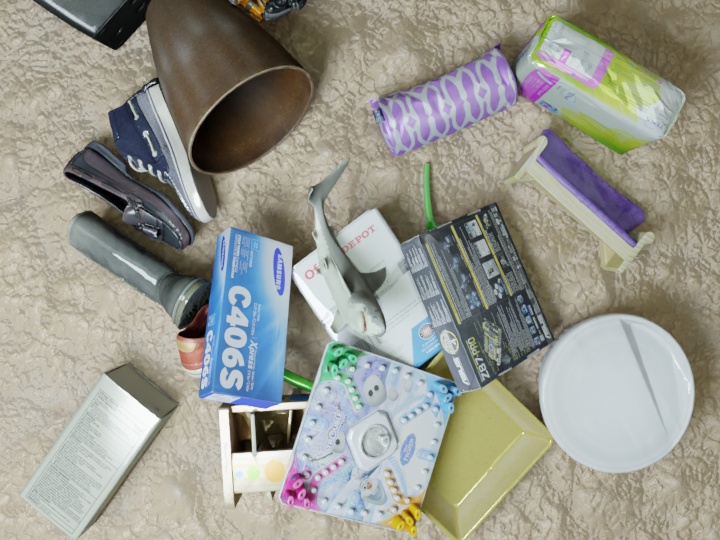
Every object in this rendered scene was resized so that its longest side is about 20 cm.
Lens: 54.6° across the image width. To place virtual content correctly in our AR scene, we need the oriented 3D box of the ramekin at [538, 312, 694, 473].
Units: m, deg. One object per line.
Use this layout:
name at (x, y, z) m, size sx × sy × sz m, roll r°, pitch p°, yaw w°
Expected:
ramekin at (0.329, 0.155, 0.931) m, size 0.195 × 0.094 × 0.210 m, roll 0°, pitch 92°, yaw 2°

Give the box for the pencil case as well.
pencil case at (0.111, -0.225, 0.931) m, size 0.195 × 0.084 × 0.088 m, roll -21°, pitch 69°, yaw 0°

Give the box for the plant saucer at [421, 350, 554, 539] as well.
plant saucer at (0.129, 0.229, 0.955) m, size 0.200 × 0.048 × 0.201 m, roll 43°, pitch 95°, yaw -4°

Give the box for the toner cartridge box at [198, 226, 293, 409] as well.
toner cartridge box at (-0.138, 0.058, 0.858) m, size 0.093 × 0.043 × 0.206 m, roll 16°, pitch 65°, yaw -34°

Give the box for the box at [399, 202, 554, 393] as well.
box at (0.155, 0.030, 0.904) m, size 0.159 × 0.049 × 0.205 m, roll -23°, pitch 88°, yaw -38°

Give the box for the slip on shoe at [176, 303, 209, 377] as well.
slip on shoe at (-0.162, 0.050, 0.907) m, size 0.073 × 0.200 × 0.062 m, roll 13°, pitch 135°, yaw 36°

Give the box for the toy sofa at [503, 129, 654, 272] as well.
toy sofa at (0.295, -0.098, 0.928) m, size 0.199 × 0.083 × 0.098 m, roll 41°, pitch 94°, yaw -1°

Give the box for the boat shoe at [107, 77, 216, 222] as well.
boat shoe at (-0.269, -0.148, 0.948) m, size 0.091 × 0.075 × 0.205 m, roll -23°, pitch 85°, yaw 10°

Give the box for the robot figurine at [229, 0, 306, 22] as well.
robot figurine at (-0.108, -0.402, 0.899) m, size 0.144 × 0.058 × 0.202 m, roll 36°, pitch 67°, yaw 0°

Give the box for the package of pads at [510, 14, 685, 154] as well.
package of pads at (0.292, -0.231, 0.887) m, size 0.196 × 0.155 × 0.069 m, roll 30°, pitch 92°, yaw 0°

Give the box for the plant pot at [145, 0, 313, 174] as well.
plant pot at (-0.189, -0.264, 0.897) m, size 0.185 × 0.187 × 0.202 m, roll -37°, pitch 77°, yaw 2°

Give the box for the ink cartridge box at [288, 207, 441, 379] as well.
ink cartridge box at (0.018, 0.041, 0.937) m, size 0.143 × 0.084 × 0.203 m, roll -34°, pitch 91°, yaw 2°

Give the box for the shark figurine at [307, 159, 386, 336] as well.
shark figurine at (-0.010, -0.012, 0.869) m, size 0.087 × 0.128 × 0.220 m, roll -15°, pitch 73°, yaw -22°

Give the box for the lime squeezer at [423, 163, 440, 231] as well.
lime squeezer at (0.119, -0.044, 0.956) m, size 0.070 × 0.038 × 0.203 m, roll -32°, pitch 90°, yaw 2°

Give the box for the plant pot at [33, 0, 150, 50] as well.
plant pot at (-0.341, -0.402, 0.883) m, size 0.177 × 0.200 × 0.200 m, roll 43°, pitch 92°, yaw -12°

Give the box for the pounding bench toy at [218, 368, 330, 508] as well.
pounding bench toy at (-0.100, 0.189, 0.925) m, size 0.151 × 0.124 × 0.207 m, roll -4°, pitch 92°, yaw 1°

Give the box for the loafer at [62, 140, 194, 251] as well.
loafer at (-0.312, -0.088, 0.938) m, size 0.199 × 0.072 × 0.063 m, roll 40°, pitch 54°, yaw 6°

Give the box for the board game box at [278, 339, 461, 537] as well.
board game box at (0.018, 0.214, 0.869) m, size 0.196 × 0.026 × 0.206 m, roll 20°, pitch 86°, yaw -23°

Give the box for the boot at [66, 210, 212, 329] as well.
boot at (-0.288, -0.009, 0.903) m, size 0.199 × 0.182 × 0.073 m, roll 43°, pitch 69°, yaw -3°

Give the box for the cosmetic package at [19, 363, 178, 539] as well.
cosmetic package at (-0.352, 0.242, 0.950) m, size 0.103 × 0.087 × 0.202 m, roll 38°, pitch 93°, yaw 1°
